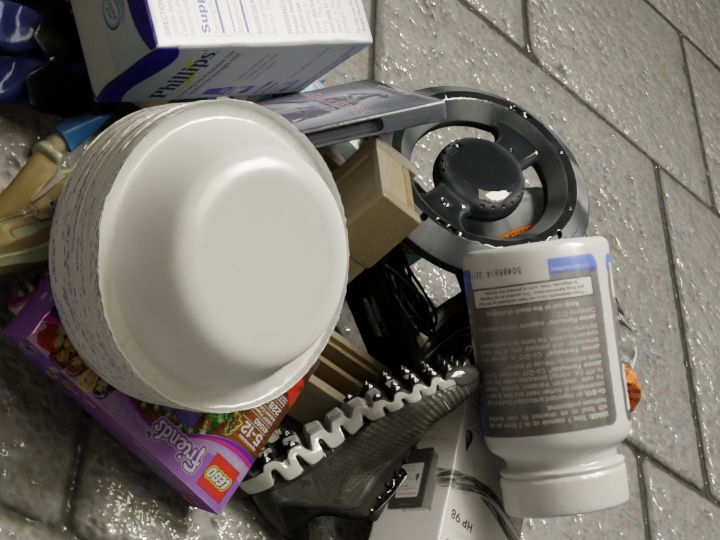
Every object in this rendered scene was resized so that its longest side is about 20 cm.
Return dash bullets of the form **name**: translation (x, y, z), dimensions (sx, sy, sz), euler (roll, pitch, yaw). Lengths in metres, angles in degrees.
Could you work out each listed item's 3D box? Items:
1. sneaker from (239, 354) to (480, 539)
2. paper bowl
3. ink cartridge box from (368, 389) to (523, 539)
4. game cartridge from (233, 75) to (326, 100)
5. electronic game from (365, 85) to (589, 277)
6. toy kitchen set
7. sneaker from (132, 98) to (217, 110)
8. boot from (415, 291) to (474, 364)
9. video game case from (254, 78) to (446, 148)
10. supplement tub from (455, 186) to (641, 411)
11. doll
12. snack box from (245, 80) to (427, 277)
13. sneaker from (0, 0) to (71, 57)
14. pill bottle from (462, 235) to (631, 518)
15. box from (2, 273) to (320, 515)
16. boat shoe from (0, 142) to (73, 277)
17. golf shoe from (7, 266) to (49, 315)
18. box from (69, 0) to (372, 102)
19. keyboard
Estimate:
- **sneaker**: translation (0.008, 0.137, 1.066), dimensions (0.091, 0.200, 0.066), euler (63, -4, -12)
- **paper bowl**: translation (-0.088, -0.009, 0.916), dimensions (0.200, 0.104, 0.202), euler (-2, 93, -42)
- **ink cartridge box**: translation (0.070, 0.195, 1.110), dimensions (0.116, 0.067, 0.201), euler (44, 49, -41)
- **game cartridge**: translation (-0.116, -0.248, 1.343), dimensions (0.133, 0.041, 0.200), euler (-27, 85, -53)
- **electronic game**: translation (0.098, -0.075, 1.196), dimensions (0.199, 0.042, 0.201), euler (9, 53, -13)
- **toy kitchen set**: translation (0.000, 0.000, 1.134), dimensions (0.180, 0.200, 0.163), euler (36, 27, -28)
- **sneaker**: translation (-0.158, -0.133, 1.178), dimensions (0.082, 0.071, 0.200), euler (0, 63, -26)
- **boot**: translation (0.117, 0.096, 1.304), dimensions (0.154, 0.073, 0.203), euler (54, 29, 6)
- **video game case**: translation (-0.054, -0.112, 1.087), dimensions (0.199, 0.143, 0.019), euler (-15, 109, -20)
- **supplement tub**: translation (0.160, 0.038, 1.227), dimensions (0.122, 0.122, 0.200), euler (18, 42, -43)
- **doll**: translation (-0.231, -0.149, 1.062), dimensions (0.199, 0.048, 0.137), euler (5, 92, -36)
- **snack box**: translation (-0.028, -0.074, 1.232), dimensions (0.200, 0.116, 0.037), euler (44, 35, -17)
- **sneaker**: translation (-0.260, -0.249, 1.125), dimensions (0.060, 0.104, 0.201), euler (1, 94, -16)
- **pill bottle**: translation (0.144, 0.079, 1.082), dimensions (0.114, 0.113, 0.201), euler (-5, 88, -53)
- **box**: translation (-0.129, 0.054, 0.978), dimensions (0.200, 0.039, 0.137), euler (49, 63, -32)
- **boat shoe**: translation (-0.213, -0.049, 0.968), dimensions (0.200, 0.072, 0.076), euler (-21, 115, -36)
- **golf shoe**: translation (-0.164, 0.017, 1.035), dimensions (0.200, 0.075, 0.092), euler (-32, 97, -49)
- **box**: translation (-0.115, -0.234, 1.077), dimensions (0.200, 0.105, 0.185), euler (-8, 79, -39)
- **keyboard**: translation (0.030, 0.031, 1.199), dimensions (0.040, 0.104, 0.201), euler (-25, 95, -28)
